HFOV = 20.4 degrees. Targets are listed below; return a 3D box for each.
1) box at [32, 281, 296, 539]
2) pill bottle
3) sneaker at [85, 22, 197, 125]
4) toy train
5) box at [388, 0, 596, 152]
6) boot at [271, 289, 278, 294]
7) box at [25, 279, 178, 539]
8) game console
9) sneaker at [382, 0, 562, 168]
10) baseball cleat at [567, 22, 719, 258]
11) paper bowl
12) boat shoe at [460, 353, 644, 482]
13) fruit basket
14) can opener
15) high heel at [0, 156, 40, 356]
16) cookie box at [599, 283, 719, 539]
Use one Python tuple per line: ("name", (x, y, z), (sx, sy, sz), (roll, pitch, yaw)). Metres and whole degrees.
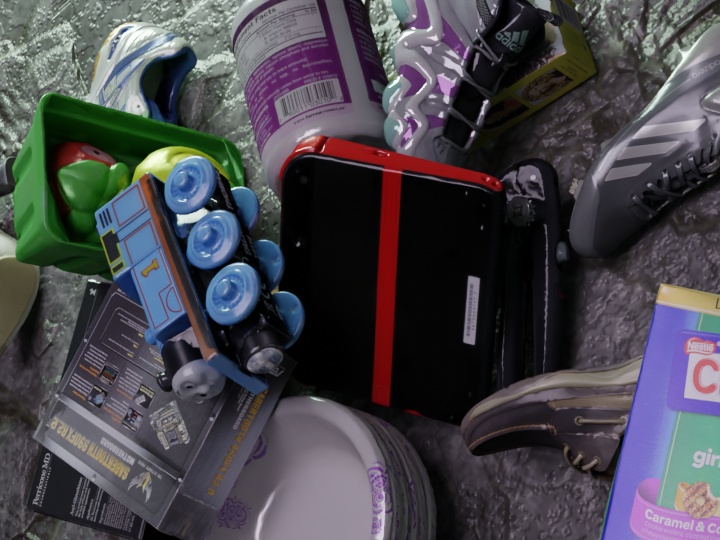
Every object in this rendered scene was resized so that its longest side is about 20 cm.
("box", (-0.154, 0.101, 1.545), (0.199, 0.048, 0.159), (24, 86, 49))
("pill bottle", (-0.039, -0.157, 1.558), (0.112, 0.112, 0.201), (-31, 56, 26))
("sneaker", (-0.211, -0.124, 1.775), (0.088, 0.075, 0.202), (17, 86, 41))
("toy train", (-0.117, 0.008, 1.461), (0.114, 0.087, 0.201), (-36, 53, 16))
("box", (0.083, -0.140, 1.559), (0.199, 0.050, 0.076), (-33, 56, 27))
("boot", (0.000, 0.000, 1.561), (0.200, 0.071, 0.145), (22, 95, 30))
("box", (-0.183, 0.120, 1.664), (0.140, 0.079, 0.202), (9, 81, 37))
("game console", (0.020, 0.008, 1.467), (0.175, 0.031, 0.202), (12, 118, 20))
("sneaker", (0.090, -0.153, 1.474), (0.139, 0.077, 0.202), (-15, 68, 35))
("baseball cleat", (0.228, -0.080, 1.409), (0.106, 0.070, 0.201), (41, 102, 40))
("paper bowl", (-0.029, 0.201, 1.495), (0.199, 0.104, 0.203), (-14, 67, 35))
("boat shoe", (0.163, 0.106, 1.379), (0.199, 0.074, 0.074), (-16, 72, 22))
("fruit basket", (-0.167, -0.062, 1.632), (0.214, 0.215, 0.157), (-22, 62, 31))
("can opener", (0.126, 0.017, 1.462), (0.063, 0.078, 0.202), (-8, 79, 33))
("high heel", (-0.366, 0.004, 1.866), (0.142, 0.071, 0.202), (-19, 61, 40))
("cookie box", (0.254, 0.126, 1.277), (0.170, 0.075, 0.202), (11, 81, 18))
